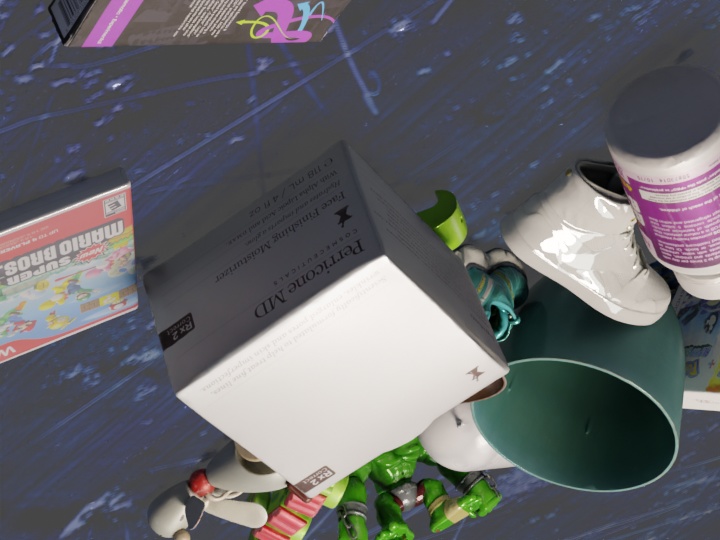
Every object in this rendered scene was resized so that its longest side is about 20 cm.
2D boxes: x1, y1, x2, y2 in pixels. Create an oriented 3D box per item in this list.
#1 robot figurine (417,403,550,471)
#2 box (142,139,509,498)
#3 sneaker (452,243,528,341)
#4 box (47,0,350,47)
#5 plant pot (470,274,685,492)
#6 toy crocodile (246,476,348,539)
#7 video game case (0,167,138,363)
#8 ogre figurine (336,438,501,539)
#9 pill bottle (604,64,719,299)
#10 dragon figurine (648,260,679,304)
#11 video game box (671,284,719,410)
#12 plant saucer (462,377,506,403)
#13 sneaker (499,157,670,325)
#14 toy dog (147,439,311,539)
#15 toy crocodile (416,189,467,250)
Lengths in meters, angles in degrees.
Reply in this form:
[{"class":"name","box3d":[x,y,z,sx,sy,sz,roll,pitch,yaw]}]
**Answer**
[{"class":"robot figurine","box3d":[0.131,0.147,2.045,0.169,0.114,0.199,-1,179,38]},{"class":"box","box3d":[-0.026,0.042,1.539,0.198,0.131,0.200,-33,137,13]},{"class":"sneaker","box3d":[0.109,0.030,1.798,0.077,0.080,0.200,-34,168,17]},{"class":"box","box3d":[-0.070,-0.190,1.184,0.199,0.036,0.143,-5,150,-41]},{"class":"plant pot","box3d":[0.220,0.087,1.906,0.199,0.162,0.201,13,142,10]},{"class":"toy crocodile","box3d":[-0.069,0.240,2.035,0.067,0.062,0.200,28,133,-13]},{"class":"video game case","box3d":[-0.231,0.004,1.442,0.142,0.018,0.200,-22,158,-15]},{"class":"ogre figurine","box3d":[0.043,0.225,2.106,0.199,0.120,0.098,-23,153,-16]},{"class":"pill bottle","box3d":[0.281,-0.068,1.671,0.112,0.113,0.200,-28,135,1]},{"class":"dragon figurine","box3d":[0.315,0.026,2.064,0.199,0.059,0.099,-8,150,-46]},{"class":"video game box","box3d":[0.372,0.048,1.936,0.047,0.183,0.200,30,165,-25]},{"class":"plant saucer","box3d":[0.034,0.082,1.801,0.198,0.032,0.200,5,163,2]},{"class":"sneaker","box3d":[0.234,-0.027,1.775,0.199,0.074,0.116,26,125,-34]},{"class":"toy dog","box3d":[-0.114,0.217,1.935,0.131,0.097,0.200,-7,150,-40]},{"class":"toy crocodile","box3d":[0.000,0.000,1.653,0.199,0.062,0.067,-32,136,15]}]
